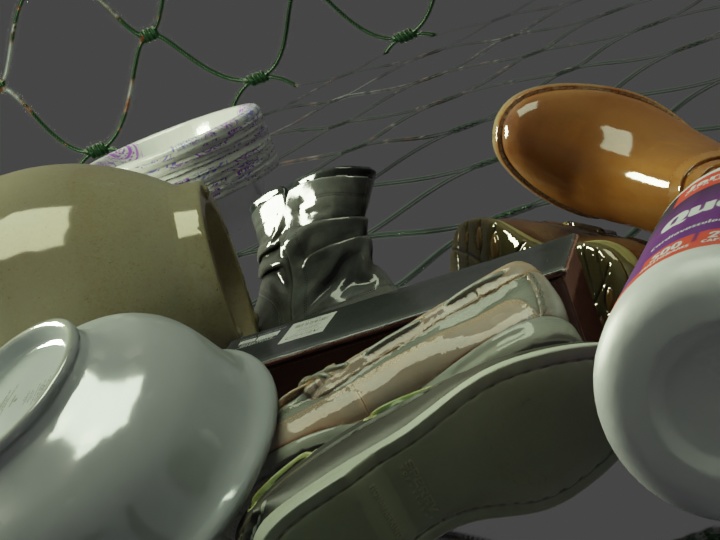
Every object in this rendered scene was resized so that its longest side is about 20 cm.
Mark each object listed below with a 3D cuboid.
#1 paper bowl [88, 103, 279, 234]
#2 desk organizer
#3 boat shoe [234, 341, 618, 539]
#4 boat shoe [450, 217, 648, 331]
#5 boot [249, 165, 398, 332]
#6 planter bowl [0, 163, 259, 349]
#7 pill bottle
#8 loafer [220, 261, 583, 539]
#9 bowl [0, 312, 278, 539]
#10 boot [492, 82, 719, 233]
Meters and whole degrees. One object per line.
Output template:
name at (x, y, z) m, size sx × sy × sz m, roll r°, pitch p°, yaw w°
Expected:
paper bowl at (-0.174, -0.079, 1.907) m, size 0.199 × 0.105 × 0.201 m, roll -19°, pitch 12°, yaw 4°
desk organizer at (0.027, 0.054, 1.012) m, size 0.198 × 0.078 × 0.072 m, roll -17°, pitch 11°, yaw 15°
boat shoe at (0.035, 0.083, 0.877) m, size 0.200 × 0.072 × 0.061 m, roll -26°, pitch 16°, yaw -13°
boat shoe at (0.117, 0.008, 1.114) m, size 0.067 × 0.073 × 0.200 m, roll -4°, pitch 7°, yaw -27°
boot at (0.000, 0.000, 1.138) m, size 0.199 × 0.133 × 0.069 m, roll -8°, pitch -15°, yaw 41°
planter bowl at (-0.133, 0.025, 1.121) m, size 0.133 × 0.202 × 0.200 m, roll -17°, pitch 12°, yaw 3°
pill bottle at (0.168, 0.019, 0.839) m, size 0.111 × 0.113 × 0.200 m, roll -16°, pitch 13°, yaw 21°
loafer at (0.011, 0.064, 0.941) m, size 0.199 × 0.072 × 0.063 m, roll -27°, pitch 50°, yaw 8°
bowl at (-0.142, 0.088, 0.930) m, size 0.200 × 0.090 × 0.202 m, roll -34°, pitch 26°, yaw 20°
boot at (0.167, -0.041, 1.027) m, size 0.077 × 0.199 × 0.155 m, roll -62°, pitch 4°, yaw 6°
